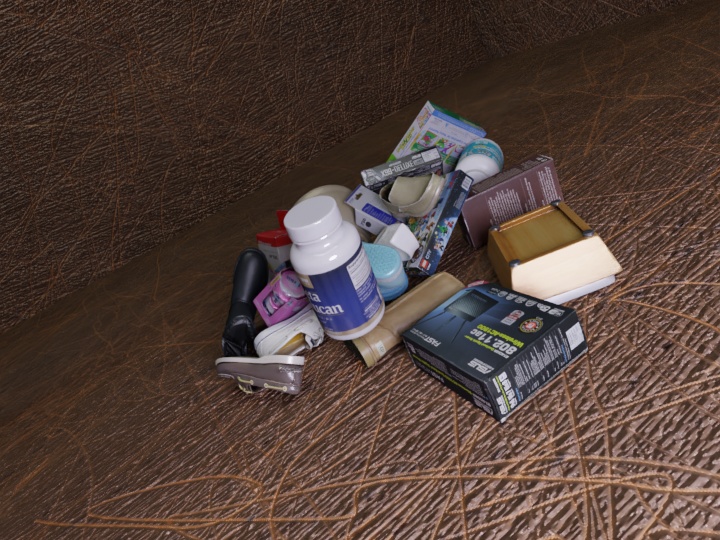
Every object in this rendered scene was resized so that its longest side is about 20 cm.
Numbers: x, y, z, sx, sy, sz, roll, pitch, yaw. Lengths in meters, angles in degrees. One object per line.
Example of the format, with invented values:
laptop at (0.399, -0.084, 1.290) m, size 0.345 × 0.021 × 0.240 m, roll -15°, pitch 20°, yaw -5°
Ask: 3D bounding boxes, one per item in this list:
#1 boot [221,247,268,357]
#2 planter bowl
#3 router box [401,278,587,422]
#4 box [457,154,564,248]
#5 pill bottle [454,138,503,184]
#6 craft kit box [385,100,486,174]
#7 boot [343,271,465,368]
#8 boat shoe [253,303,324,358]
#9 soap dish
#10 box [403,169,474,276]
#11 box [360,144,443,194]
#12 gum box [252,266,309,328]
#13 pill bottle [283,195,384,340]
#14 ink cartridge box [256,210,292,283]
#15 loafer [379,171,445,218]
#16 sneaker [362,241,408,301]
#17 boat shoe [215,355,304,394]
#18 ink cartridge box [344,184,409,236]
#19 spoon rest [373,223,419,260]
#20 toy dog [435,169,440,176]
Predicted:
boot at (-0.228, 0.070, 1.076) m, size 0.075 × 0.205 × 0.168 m, roll 12°, pitch 12°, yaw -15°
planter bowl at (-0.056, -0.067, 1.192) m, size 0.197 × 0.202 × 0.135 m, roll -28°, pitch 44°, yaw -6°
router box at (0.165, 0.092, 0.698) m, size 0.148 × 0.063 × 0.199 m, roll -34°, pitch 22°, yaw -16°
box at (0.286, -0.136, 1.047) m, size 0.196 × 0.102 × 0.075 m, roll -25°, pitch 20°, yaw 0°
pill bottle at (0.280, -0.232, 1.267) m, size 0.109 × 0.112 × 0.201 m, roll -15°, pitch 24°, yaw 25°
craft kit box at (0.187, -0.301, 1.341) m, size 0.199 × 0.197 × 0.049 m, roll -55°, pitch 46°, yaw 29°
boot at (0.059, 0.065, 0.895) m, size 0.198 × 0.067 × 0.175 m, roll -32°, pitch 34°, yaw -13°
boat shoe at (-0.095, 0.112, 0.974) m, size 0.197 × 0.072 × 0.070 m, roll -27°, pitch 47°, yaw -14°
soap dish at (0.281, -0.028, 0.820) m, size 0.154 × 0.082 × 0.201 m, roll -22°, pitch 22°, yaw 11°
box at (0.131, -0.086, 1.026) m, size 0.203 × 0.037 × 0.136 m, roll -65°, pitch 19°, yaw -11°
box at (0.109, -0.209, 1.328) m, size 0.196 × 0.159 × 0.051 m, roll -20°, pitch 59°, yaw 0°
gum box at (-0.103, 0.030, 1.031) m, size 0.198 × 0.067 × 0.113 m, roll -26°, pitch -12°, yaw -47°
pill bottle at (-0.041, -0.004, 0.805) m, size 0.109 × 0.203 × 0.112 m, roll -15°, pitch 33°, yaw 10°
ink cartridge box at (-0.166, -0.023, 1.155) m, size 0.066 × 0.205 × 0.115 m, roll -16°, pitch 14°, yaw -30°
loafer at (0.093, -0.147, 1.044) m, size 0.199 × 0.067 × 0.077 m, roll -14°, pitch 50°, yaw 65°
sneaker at (0.000, 0.000, 0.988) m, size 0.197 × 0.131 × 0.081 m, roll 20°, pitch 70°, yaw 31°
boat shoe at (-0.174, 0.175, 0.896) m, size 0.196 × 0.061 × 0.071 m, roll -8°, pitch -14°, yaw 35°
ink cartridge box at (0.061, -0.107, 1.149) m, size 0.100 × 0.197 × 0.040 m, roll -52°, pitch -9°, yaw -51°
spoon rest at (0.067, -0.048, 1.009) m, size 0.100 × 0.060 × 0.200 m, roll -55°, pitch 7°, yaw -3°
toy dog at (0.140, -0.174, 1.288) m, size 0.196 × 0.132 × 0.099 m, roll -11°, pitch 65°, yaw 18°
